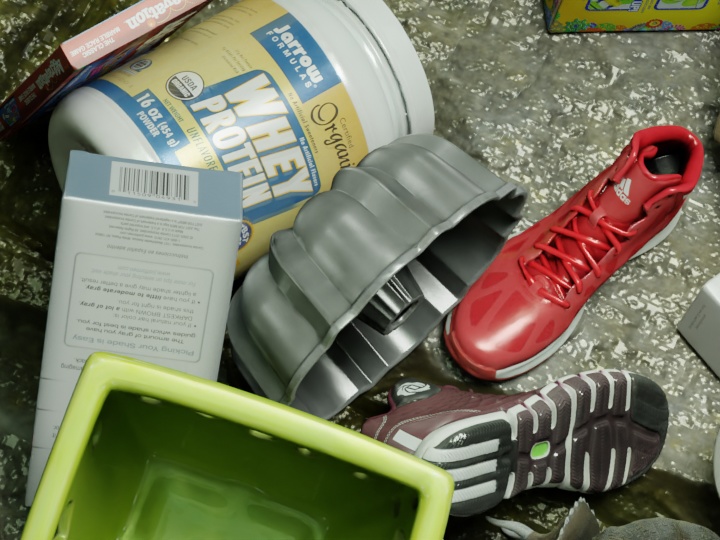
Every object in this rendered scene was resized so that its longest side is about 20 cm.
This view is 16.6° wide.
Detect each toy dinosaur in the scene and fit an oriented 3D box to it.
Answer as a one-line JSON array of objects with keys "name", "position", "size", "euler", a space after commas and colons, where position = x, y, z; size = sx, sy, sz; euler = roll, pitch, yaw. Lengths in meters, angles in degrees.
[{"name": "toy dinosaur", "position": [0.178, 0.179, 1.429], "size": [0.198, 0.077, 0.103], "euler": [2, 58, -13]}]

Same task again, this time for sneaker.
[{"name": "sneaker", "position": [0.132, -0.024, 1.496], "size": [0.078, 0.116, 0.200], "euler": [40, 65, 10]}, {"name": "sneaker", "position": [0.084, 0.086, 1.465], "size": [0.199, 0.115, 0.076], "euler": [-5, 108, -40]}]

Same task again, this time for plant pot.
[{"name": "plant pot", "position": [-0.078, 0.166, 1.278], "size": [0.198, 0.181, 0.201], "euler": [19, 85, -3]}]

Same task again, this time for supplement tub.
[{"name": "supplement tub", "position": [-0.070, -0.080, 1.470], "size": [0.199, 0.145, 0.145], "euler": [-31, 74, -21]}]

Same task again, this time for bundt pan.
[{"name": "bundt pan", "position": [0.000, 0.000, 1.413], "size": [0.202, 0.202, 0.076], "euler": [-40, 77, -24]}]

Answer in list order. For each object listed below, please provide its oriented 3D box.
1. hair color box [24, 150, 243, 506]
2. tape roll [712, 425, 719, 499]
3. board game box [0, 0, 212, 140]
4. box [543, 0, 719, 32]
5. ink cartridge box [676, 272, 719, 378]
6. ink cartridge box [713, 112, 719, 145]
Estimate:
[{"name": "hair color box", "position": [-0.127, 0.040, 1.376], "size": [0.098, 0.201, 0.061], "euler": [7, 28, -7]}, {"name": "tape roll", "position": [0.303, 0.117, 1.415], "size": [0.202, 0.203, 0.037], "euler": [26, 44, 3]}, {"name": "board game box", "position": [-0.153, -0.126, 1.450], "size": [0.103, 0.200, 0.020], "euler": [-33, 94, -21]}, {"name": "box", "position": [0.213, -0.274, 1.624], "size": [0.191, 0.122, 0.202], "euler": [-1, 65, -11]}, {"name": "ink cartridge box", "position": [0.306, 0.067, 1.511], "size": [0.116, 0.067, 0.200], "euler": [-34, 75, -23]}, {"name": "ink cartridge box", "position": [0.296, -0.140, 1.484], "size": [0.074, 0.201, 0.165], "euler": [8, 21, -15]}]
